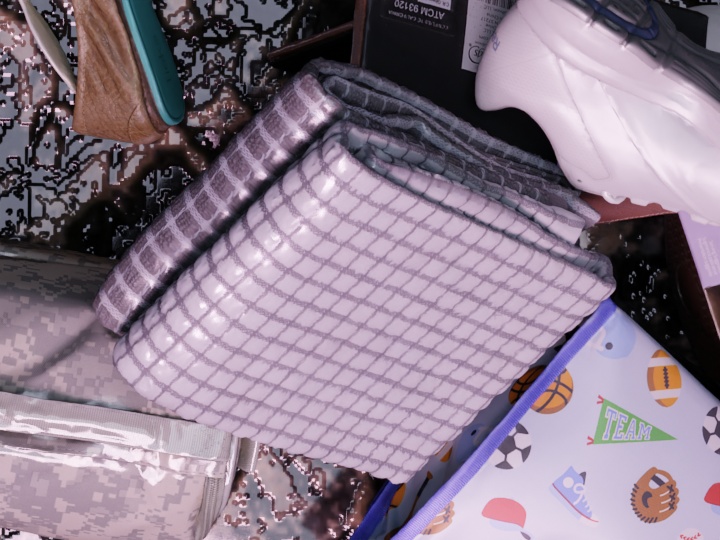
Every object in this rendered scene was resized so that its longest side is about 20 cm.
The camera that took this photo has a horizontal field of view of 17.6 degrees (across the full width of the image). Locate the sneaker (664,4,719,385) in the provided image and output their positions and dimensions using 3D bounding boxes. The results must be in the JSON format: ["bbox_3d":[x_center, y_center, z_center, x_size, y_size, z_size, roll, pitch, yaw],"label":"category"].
[{"bbox_3d":[0.205,-0.041,1.224,0.084,0.073,0.202,-11,100,-14],"label":"sneaker"}]

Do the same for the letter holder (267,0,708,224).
[{"bbox_3d":[0.050,-0.089,1.159,0.199,0.142,0.101,11,79,-30],"label":"letter holder"}]

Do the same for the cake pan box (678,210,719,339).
[{"bbox_3d":[0.249,0.021,1.173,0.199,0.052,0.186,-17,88,-46],"label":"cake pan box"}]

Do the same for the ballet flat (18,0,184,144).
[{"bbox_3d":[-0.145,-0.161,1.194,0.072,0.068,0.202,-9,99,15],"label":"ballet flat"}]

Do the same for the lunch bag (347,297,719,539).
[{"bbox_3d":[0.103,0.138,1.182,0.170,0.124,0.200,41,81,-9],"label":"lunch bag"}]

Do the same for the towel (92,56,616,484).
[{"bbox_3d":[0.000,0.000,1.058,0.199,0.086,0.166,20,125,-44],"label":"towel"}]

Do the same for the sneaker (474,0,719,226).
[{"bbox_3d":[0.142,-0.063,1.067,0.199,0.075,0.087,36,125,-5],"label":"sneaker"}]

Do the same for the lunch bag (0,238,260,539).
[{"bbox_3d":[-0.151,0.061,1.147,0.198,0.168,0.141,10,92,-6],"label":"lunch bag"}]

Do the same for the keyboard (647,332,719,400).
[{"bbox_3d":[0.102,0.075,1.248,0.199,0.021,0.128,34,89,-6],"label":"keyboard"}]
